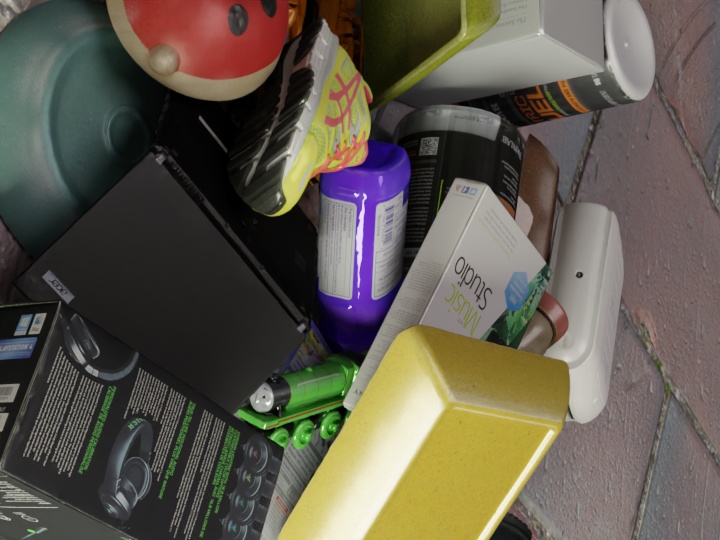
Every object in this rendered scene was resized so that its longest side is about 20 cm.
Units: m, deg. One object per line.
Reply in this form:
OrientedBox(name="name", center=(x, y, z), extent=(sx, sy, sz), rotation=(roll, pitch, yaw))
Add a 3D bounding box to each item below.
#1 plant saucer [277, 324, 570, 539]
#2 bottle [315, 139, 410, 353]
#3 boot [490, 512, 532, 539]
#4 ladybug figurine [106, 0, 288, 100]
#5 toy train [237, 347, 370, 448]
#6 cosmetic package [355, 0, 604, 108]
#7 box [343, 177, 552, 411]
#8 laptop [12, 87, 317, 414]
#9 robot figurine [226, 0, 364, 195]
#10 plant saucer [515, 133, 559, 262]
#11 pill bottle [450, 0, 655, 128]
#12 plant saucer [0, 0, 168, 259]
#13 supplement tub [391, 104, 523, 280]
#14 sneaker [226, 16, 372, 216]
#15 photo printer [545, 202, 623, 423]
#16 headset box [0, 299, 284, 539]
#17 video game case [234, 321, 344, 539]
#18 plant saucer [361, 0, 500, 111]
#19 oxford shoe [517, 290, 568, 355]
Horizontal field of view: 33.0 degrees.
OrientedBox(name="plant saucer", center=(0.063, 0.149, 0.912), extent=(0.199, 0.048, 0.201), rotation=(16, 111, -43))
OrientedBox(name="bottle", center=(0.000, 0.000, 0.976), extent=(0.084, 0.065, 0.202), rotation=(-48, 146, -58))
OrientedBox(name="boot", center=(0.068, 0.280, 1.057), extent=(0.200, 0.076, 0.170), rotation=(33, 56, -38))
OrientedBox(name="ladybug figurine", center=(-0.106, -0.195, 0.856), extent=(0.135, 0.072, 0.201), rotation=(34, 35, -17))
OrientedBox(name="toy train", center=(-0.019, 0.091, 0.915), extent=(0.199, 0.042, 0.057), rotation=(-10, 116, -53))
OrientedBox(name="cosmetic package", center=(0.102, -0.266, 1.083), extent=(0.122, 0.198, 0.202), rotation=(14, 74, -51))
OrientedBox(name="box", center=(0.075, 0.050, 0.958), extent=(0.144, 0.036, 0.201), rotation=(44, 69, -48))
OrientedBox(name="laptop", center=(-0.120, -0.012, 0.838), extent=(0.178, 0.103, 0.201), rotation=(52, 21, -30))
OrientedBox(name="robot figurine", center=(-0.045, -0.158, 0.988), extent=(0.144, 0.058, 0.202), rotation=(14, 73, -50))
OrientedBox(name="plant saucer", center=(0.169, -0.032, 1.195), extent=(0.200, 0.036, 0.202), rotation=(9, 90, -80))
OrientedBox(name="pill bottle", center=(0.171, -0.195, 1.163), extent=(0.106, 0.199, 0.107), rotation=(13, 73, -50))
OrientedBox(name="plant saucer", center=(-0.169, -0.089, 0.833), extent=(0.199, 0.036, 0.202), rotation=(12, 75, -52))
OrientedBox(name="supplement tub", center=(0.075, -0.034, 1.077), extent=(0.122, 0.122, 0.202), rotation=(33, 60, -46))
OrientedBox(name="sneaker", center=(-0.029, -0.099, 0.868), extent=(0.090, 0.078, 0.201), rotation=(45, 37, -24))
OrientedBox(name="photo printer", center=(0.232, 0.054, 1.286), extent=(0.167, 0.069, 0.202), rotation=(60, 38, -60))
OrientedBox(name="headset box", center=(-0.166, 0.108, 0.692), extent=(0.200, 0.173, 0.093), rotation=(41, 55, -41))
OrientedBox(name="video game case", center=(-0.086, 0.105, 0.905), extent=(0.201, 0.045, 0.182), rotation=(59, 44, -29))
OrientedBox(name="plant saucer", center=(0.058, -0.246, 0.967), extent=(0.047, 0.200, 0.202), rotation=(3, 80, -21))
OrientedBox(name="oxford shoe", center=(0.124, 0.087, 1.115), extent=(0.075, 0.070, 0.201), rotation=(-42, 163, -27))
